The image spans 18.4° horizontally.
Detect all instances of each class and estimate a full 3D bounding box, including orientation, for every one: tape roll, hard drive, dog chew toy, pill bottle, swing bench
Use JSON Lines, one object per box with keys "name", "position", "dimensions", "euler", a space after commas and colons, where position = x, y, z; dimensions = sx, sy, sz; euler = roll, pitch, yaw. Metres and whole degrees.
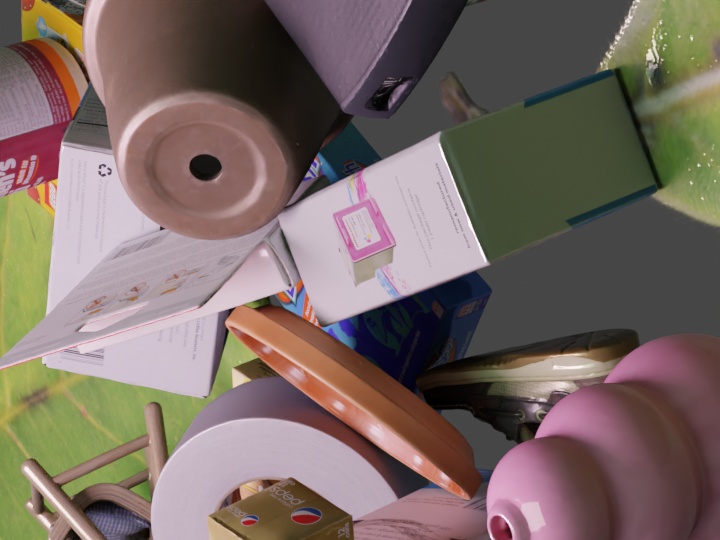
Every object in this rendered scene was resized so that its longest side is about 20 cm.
{"name": "tape roll", "position": [-0.050, 0.180, 1.624], "dimensions": [0.199, 0.066, 0.202], "euler": [7, 118, 13]}
{"name": "hard drive", "position": [0.006, -0.189, 1.284], "dimensions": [0.135, 0.042, 0.200], "euler": [55, 144, 19]}
{"name": "dog chew toy", "position": [0.154, 0.113, 1.266], "dimensions": [0.124, 0.199, 0.125], "euler": [30, 130, 44]}
{"name": "pill bottle", "position": [-0.308, -0.101, 1.684], "dimensions": [0.109, 0.199, 0.110], "euler": [32, 132, 43]}
{"name": "swing bench", "position": [-0.182, 0.238, 1.835], "dimensions": [0.201, 0.129, 0.199], "euler": [63, 167, 11]}

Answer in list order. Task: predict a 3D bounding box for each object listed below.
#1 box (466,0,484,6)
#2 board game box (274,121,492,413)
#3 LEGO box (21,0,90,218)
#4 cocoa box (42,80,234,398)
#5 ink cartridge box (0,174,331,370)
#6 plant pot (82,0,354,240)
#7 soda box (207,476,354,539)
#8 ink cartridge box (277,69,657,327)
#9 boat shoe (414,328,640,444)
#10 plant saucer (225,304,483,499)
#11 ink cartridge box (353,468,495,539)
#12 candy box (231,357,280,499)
{"name": "box", "position": [0.013, -0.247, 1.373], "dimensions": [0.200, 0.099, 0.096], "euler": [42, 138, 35]}
{"name": "board game box", "position": [0.000, 0.000, 1.574], "dimensions": [0.200, 0.045, 0.153], "euler": [51, 143, 28]}
{"name": "LEGO box", "position": [-0.201, -0.124, 1.771], "dimensions": [0.149, 0.077, 0.201], "euler": [37, 135, 40]}
{"name": "cocoa box", "position": [-0.153, -0.032, 1.651], "dimensions": [0.132, 0.132, 0.201], "euler": [-78, -2, -57]}
{"name": "ink cartridge box", "position": [-0.125, 0.017, 1.467], "dimensions": [0.199, 0.174, 0.044], "euler": [-17, 112, 36]}
{"name": "plant pot", "position": [-0.092, -0.114, 1.427], "dimensions": [0.175, 0.198, 0.201], "euler": [-83, 4, -51]}
{"name": "soda box", "position": [-0.043, 0.235, 1.374], "dimensions": [0.064, 0.067, 0.202], "euler": [26, 129, 46]}
{"name": "ink cartridge box", "position": [0.062, -0.042, 1.369], "dimensions": [0.200, 0.144, 0.085], "euler": [-20, 92, 57]}
{"name": "boat shoe", "position": [0.108, 0.082, 1.436], "dimensions": [0.200, 0.071, 0.067], "euler": [-14, 91, 53]}
{"name": "plant saucer", "position": [-0.001, 0.081, 1.468], "dimensions": [0.200, 0.032, 0.200], "euler": [34, 173, 5]}
{"name": "ink cartridge box", "position": [0.046, 0.206, 1.474], "dimensions": [0.144, 0.199, 0.085], "euler": [-2, 106, 56]}
{"name": "candy box", "position": [-0.042, 0.175, 1.719], "dimensions": [0.115, 0.055, 0.201], "euler": [29, 130, 45]}
